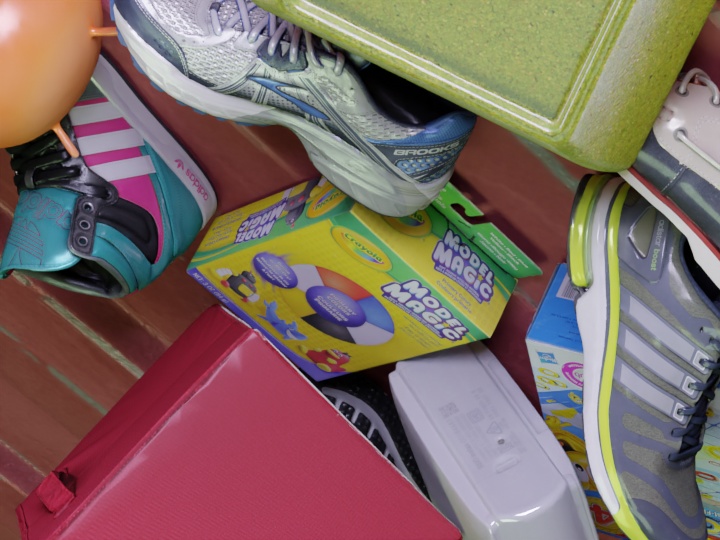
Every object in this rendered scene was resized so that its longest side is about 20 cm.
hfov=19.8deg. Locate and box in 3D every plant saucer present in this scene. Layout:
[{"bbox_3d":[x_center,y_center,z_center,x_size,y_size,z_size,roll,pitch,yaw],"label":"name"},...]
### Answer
[{"bbox_3d":[0.052,-0.143,0.850,0.199,0.048,0.200,26,131,4],"label":"plant saucer"}]

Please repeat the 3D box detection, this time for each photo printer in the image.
[{"bbox_3d":[0.092,0.156,1.215,0.167,0.069,0.201,56,170,50],"label":"photo printer"}]

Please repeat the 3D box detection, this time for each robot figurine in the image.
[{"bbox_3d":[-0.220,-0.138,1.080,0.199,0.144,0.117,29,163,6],"label":"robot figurine"}]

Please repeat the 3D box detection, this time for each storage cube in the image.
[{"bbox_3d":[-0.074,0.148,1.203,0.200,0.180,0.171,44,175,-10],"label":"storage cube"}]

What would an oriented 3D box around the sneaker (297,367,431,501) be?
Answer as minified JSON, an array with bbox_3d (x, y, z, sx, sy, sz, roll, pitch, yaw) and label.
[{"bbox_3d":[0.002,0.136,1.369,0.080,0.074,0.200,-1,139,45],"label":"sneaker"}]

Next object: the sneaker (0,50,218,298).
[{"bbox_3d":[-0.178,-0.055,1.174,0.083,0.121,0.200,-11,132,48],"label":"sneaker"}]

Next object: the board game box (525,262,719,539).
[{"bbox_3d":[0.203,0.096,1.152,0.199,0.056,0.196,14,147,24],"label":"board game box"}]

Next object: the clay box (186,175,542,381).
[{"bbox_3d":[0.000,0.000,1.183,0.115,0.048,0.200,41,150,-21],"label":"clay box"}]

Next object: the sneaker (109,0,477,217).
[{"bbox_3d":[-0.027,-0.110,1.026,0.199,0.077,0.085,28,142,-14],"label":"sneaker"}]

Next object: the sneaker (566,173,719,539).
[{"bbox_3d":[0.155,0.049,1.029,0.081,0.074,0.201,-4,100,29],"label":"sneaker"}]

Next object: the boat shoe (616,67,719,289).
[{"bbox_3d":[0.154,-0.055,0.951,0.063,0.071,0.200,-40,97,21],"label":"boat shoe"}]
